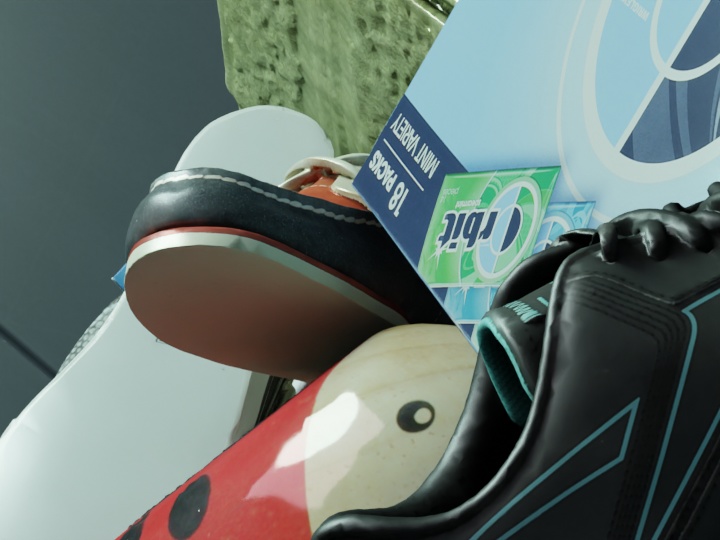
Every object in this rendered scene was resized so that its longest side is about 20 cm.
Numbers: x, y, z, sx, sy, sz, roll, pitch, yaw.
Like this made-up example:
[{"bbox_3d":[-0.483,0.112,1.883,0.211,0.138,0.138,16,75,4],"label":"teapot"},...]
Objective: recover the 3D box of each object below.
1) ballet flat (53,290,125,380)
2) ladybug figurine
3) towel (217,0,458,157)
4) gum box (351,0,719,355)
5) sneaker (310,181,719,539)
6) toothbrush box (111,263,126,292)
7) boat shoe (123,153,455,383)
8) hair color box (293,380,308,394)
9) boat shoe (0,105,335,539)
[{"bbox_3d":[-0.086,0.075,0.950,0.200,0.072,0.072,-54,6,-35],"label":"ballet flat"},{"bbox_3d":[-0.013,0.075,0.744,0.200,0.072,0.136,-39,-1,40],"label":"ladybug figurine"},{"bbox_3d":[0.006,-0.057,0.915,0.036,0.148,0.200,-32,-38,-22],"label":"towel"},{"bbox_3d":[0.085,-0.066,0.658,0.200,0.045,0.170,-60,26,13],"label":"gum box"},{"bbox_3d":[0.074,0.012,0.528,0.200,0.079,0.075,-49,4,-15],"label":"sneaker"},{"bbox_3d":[-0.003,-0.037,1.353,0.200,0.085,0.146,-48,-17,12],"label":"toothbrush box"},{"bbox_3d":[0.000,0.000,0.790,0.071,0.200,0.063,-4,74,31],"label":"boat shoe"},{"bbox_3d":[-0.025,0.090,0.933,0.099,0.061,0.200,-48,4,16],"label":"hair color box"},{"bbox_3d":[-0.055,0.043,0.884,0.200,0.071,0.064,-61,-23,-28],"label":"boat shoe"}]
